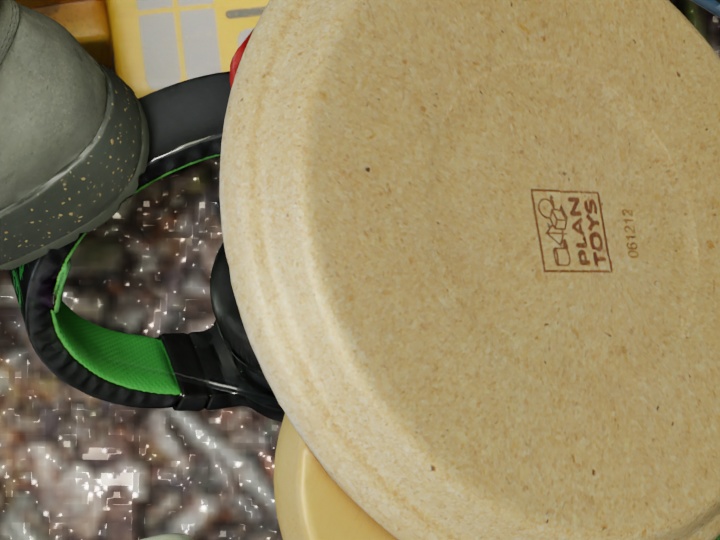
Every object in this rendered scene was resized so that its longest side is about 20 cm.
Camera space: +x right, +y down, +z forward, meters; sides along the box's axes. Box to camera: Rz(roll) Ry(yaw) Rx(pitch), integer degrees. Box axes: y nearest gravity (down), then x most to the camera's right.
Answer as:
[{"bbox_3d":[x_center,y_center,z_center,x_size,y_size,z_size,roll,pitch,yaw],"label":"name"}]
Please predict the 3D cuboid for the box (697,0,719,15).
[{"bbox_3d":[0.112,-0.178,0.828,0.137,0.038,0.200,31,57,-2],"label":"box"}]

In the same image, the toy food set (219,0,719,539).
[{"bbox_3d":[0.044,-0.003,0.728,0.198,0.049,0.200,-19,87,-38],"label":"toy food set"}]

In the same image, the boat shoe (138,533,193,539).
[{"bbox_3d":[-0.116,0.118,0.762,0.200,0.072,0.062,-3,58,-43],"label":"boat shoe"}]

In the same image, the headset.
[{"bbox_3d":[0.000,0.000,0.789,0.200,0.124,0.094,-6,51,-23],"label":"headset"}]

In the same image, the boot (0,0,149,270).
[{"bbox_3d":[-0.164,-0.025,0.698,0.200,0.131,0.068,-33,53,9],"label":"boot"}]

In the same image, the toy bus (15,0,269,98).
[{"bbox_3d":[-0.019,-0.083,0.832,0.200,0.065,0.078,-8,83,-6],"label":"toy bus"}]
